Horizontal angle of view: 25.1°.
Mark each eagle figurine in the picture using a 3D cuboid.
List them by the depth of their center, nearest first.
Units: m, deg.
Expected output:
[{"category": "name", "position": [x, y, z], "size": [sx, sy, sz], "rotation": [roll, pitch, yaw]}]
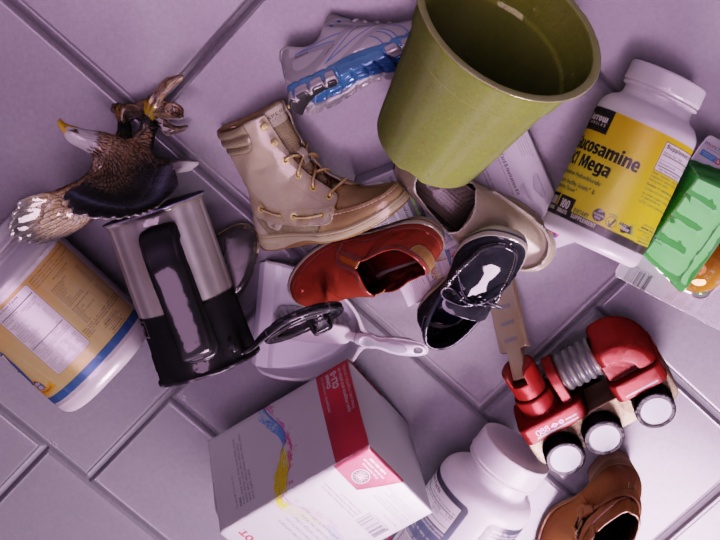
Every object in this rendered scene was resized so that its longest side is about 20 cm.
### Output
[{"category": "eagle figurine", "position": [-0.266, -0.102, 1.702], "size": [0.151, 0.200, 0.152], "rotation": [16, 150, 6]}]

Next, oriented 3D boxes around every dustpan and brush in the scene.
[{"category": "dustpan and brush", "position": [-0.022, 0.069, 1.820], "size": [0.200, 0.057, 0.140], "rotation": [6, 110, 1]}]

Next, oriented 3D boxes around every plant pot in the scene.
[{"category": "plant pot", "position": [0.108, -0.187, 1.622], "size": [0.200, 0.200, 0.190], "rotation": [28, 137, -7]}]

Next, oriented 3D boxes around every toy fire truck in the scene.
[{"category": "toy fire truck", "position": [0.232, 0.095, 1.796], "size": [0.176, 0.129, 0.200], "rotation": [-29, 116, 13]}]

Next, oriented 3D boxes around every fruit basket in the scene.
[{"category": "fruit basket", "position": [0.403, -0.031, 1.759], "size": [0.200, 0.094, 0.185], "rotation": [24, 111, -22]}]

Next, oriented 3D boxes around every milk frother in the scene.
[{"category": "milk frother", "position": [-0.145, 0.006, 1.724], "size": [0.200, 0.180, 0.188], "rotation": [-22, 99, -19]}]

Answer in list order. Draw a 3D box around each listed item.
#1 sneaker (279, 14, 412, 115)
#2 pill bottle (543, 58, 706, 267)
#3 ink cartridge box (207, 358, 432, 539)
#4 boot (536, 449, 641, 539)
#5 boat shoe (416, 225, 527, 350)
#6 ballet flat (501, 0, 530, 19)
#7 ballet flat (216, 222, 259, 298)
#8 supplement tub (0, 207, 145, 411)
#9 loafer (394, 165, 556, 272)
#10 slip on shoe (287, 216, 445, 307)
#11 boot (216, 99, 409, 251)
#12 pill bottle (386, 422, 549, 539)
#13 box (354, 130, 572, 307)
[{"category": "sneaker", "position": [0.005, -0.242, 1.704], "size": [0.200, 0.075, 0.087], "rotation": [-21, 70, -4]}, {"category": "pill bottle", "position": [0.282, -0.114, 1.698], "size": [0.112, 0.112, 0.200], "rotation": [24, 94, -6]}, {"category": "ink cartridge box", "position": [-0.049, 0.232, 1.815], "size": [0.200, 0.145, 0.145], "rotation": [-31, 130, 12]}, {"category": "boot", "position": [0.262, 0.313, 1.841], "size": [0.077, 0.155, 0.200], "rotation": [31, 109, -8]}, {"category": "boat shoe", "position": [0.118, 0.021, 1.719], "size": [0.075, 0.062, 0.200], "rotation": [20, 141, -16]}, {"category": "ballet flat", "position": [0.178, -0.262, 1.687], "size": [0.072, 0.072, 0.200], "rotation": [-38, 104, 15]}, {"category": "ballet flat", "position": [-0.172, 0.033, 1.829], "size": [0.066, 0.057, 0.200], "rotation": [29, 103, 2]}, {"category": "supplement tub", "position": [-0.348, 0.042, 1.784], "size": [0.200, 0.145, 0.145], "rotation": [44, 106, -11]}, {"category": "loafer", "position": [0.121, -0.057, 1.719], "size": [0.200, 0.068, 0.076], "rotation": [32, 109, -9]}, {"category": "slip on shoe", "position": [0.000, 0.000, 1.728], "size": [0.200, 0.061, 0.074], "rotation": [-19, 125, 32]}, {"category": "boot", "position": [-0.054, -0.110, 1.727], "size": [0.200, 0.073, 0.156], "rotation": [-10, 109, 40]}, {"category": "pill bottle", "position": [0.125, 0.280, 1.857], "size": [0.120, 0.120, 0.200], "rotation": [32, 108, -8]}, {"category": "box", "position": [0.113, -0.067, 1.773], "size": [0.200, 0.041, 0.156], "rotation": [-22, 108, 12]}]
